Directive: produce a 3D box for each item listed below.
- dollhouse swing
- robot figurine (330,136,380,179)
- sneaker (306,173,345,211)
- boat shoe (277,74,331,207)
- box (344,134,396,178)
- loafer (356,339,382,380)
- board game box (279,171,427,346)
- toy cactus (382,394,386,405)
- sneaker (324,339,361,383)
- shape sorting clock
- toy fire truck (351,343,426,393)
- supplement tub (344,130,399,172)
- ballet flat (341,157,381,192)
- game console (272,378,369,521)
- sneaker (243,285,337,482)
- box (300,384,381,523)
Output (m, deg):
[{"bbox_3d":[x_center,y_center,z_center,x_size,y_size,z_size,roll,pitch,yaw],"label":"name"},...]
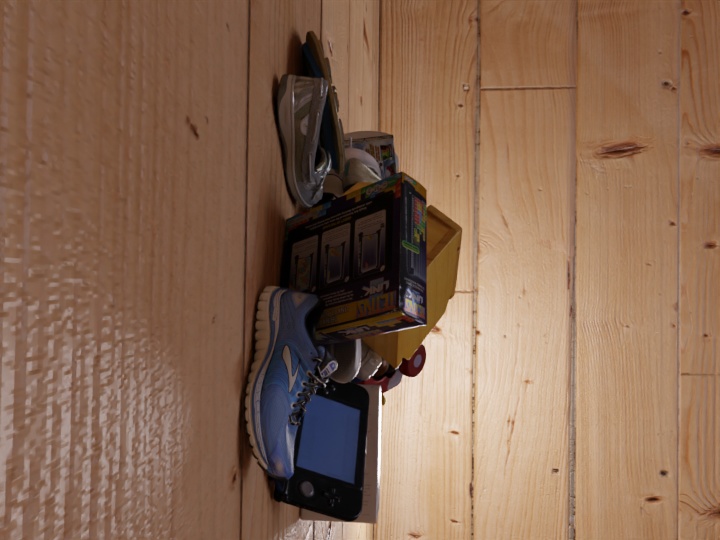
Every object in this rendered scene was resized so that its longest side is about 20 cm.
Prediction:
[{"bbox_3d":[0.033,-0.003,0.899,0.200,0.172,0.186,-44,145,-43],"label":"dollhouse swing"},{"bbox_3d":[-0.019,-0.133,1.091,0.170,0.109,0.206,133,-41,-77],"label":"robot figurine"},{"bbox_3d":[-0.052,-0.086,0.937,0.081,0.071,0.204,80,10,-50],"label":"sneaker"},{"bbox_3d":[-0.066,-0.163,0.786,0.205,0.063,0.076,87,7,-49],"label":"boat shoe"},{"bbox_3d":[0.010,-0.160,1.197,0.040,0.133,0.205,-88,172,-64],"label":"box"},{"bbox_3d":[-0.034,0.105,0.928,0.070,0.070,0.199,45,-12,-26],"label":"loafer"},{"bbox_3d":[-0.012,-0.005,0.715,0.056,0.197,0.170,23,61,-44],"label":"board game box"},{"bbox_3d":[-0.002,0.188,1.250,0.164,0.101,0.204,37,-32,54],"label":"toy cactus"},{"bbox_3d":[-0.030,0.082,0.805,0.081,0.070,0.202,51,7,-35],"label":"sneaker"},{"bbox_3d":[-0.051,-0.243,0.876,0.200,0.038,0.206,168,-89,-80],"label":"shape sorting clock"},{"bbox_3d":[0.033,0.125,1.078,0.166,0.110,0.206,-14,113,-46],"label":"toy fire truck"},{"bbox_3d":[0.013,-0.184,1.289,0.146,0.141,0.205,-80,169,-62],"label":"supplement tub"},{"bbox_3d":[0.038,-0.134,1.017,0.199,0.066,0.064,27,56,-54],"label":"ballet flat"},{"bbox_3d":[-0.050,0.186,0.771,0.203,0.167,0.119,-84,-160,-47],"label":"game console"},{"bbox_3d":[-0.070,0.113,0.627,0.079,0.086,0.206,75,16,-69],"label":"sneaker"},{"bbox_3d":[-0.028,0.290,0.971,0.098,0.121,0.206,60,31,-81],"label":"box"}]
